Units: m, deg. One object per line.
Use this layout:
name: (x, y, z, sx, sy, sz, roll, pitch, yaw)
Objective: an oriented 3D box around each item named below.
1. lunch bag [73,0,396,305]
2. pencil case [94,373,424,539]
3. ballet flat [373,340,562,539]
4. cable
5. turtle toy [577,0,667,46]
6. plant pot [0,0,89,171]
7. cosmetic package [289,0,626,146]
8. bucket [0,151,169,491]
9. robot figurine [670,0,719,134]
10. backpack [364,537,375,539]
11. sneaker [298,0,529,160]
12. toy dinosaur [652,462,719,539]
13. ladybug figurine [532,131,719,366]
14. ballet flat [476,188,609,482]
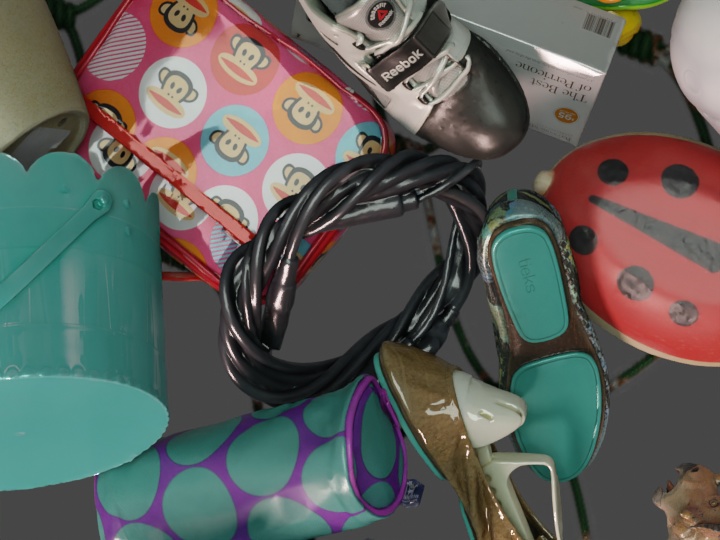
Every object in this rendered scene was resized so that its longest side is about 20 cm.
lunch bag: (-0.095, -0.075, 1.274, 0.200, 0.082, 0.177, 38, 95, 4)
pencil case: (-0.066, 0.125, 1.216, 0.199, 0.093, 0.086, -16, 110, 28)
ballet flat: (0.081, 0.120, 1.240, 0.072, 0.068, 0.201, -22, 103, 18)
cable: (0.000, 0.000, 1.236, 0.200, 0.051, 0.163, -49, 127, 5)
turtle toy: (0.185, -0.238, 1.249, 0.199, 0.101, 0.147, -28, 87, 2)
plant pot: (-0.260, -0.137, 1.211, 0.187, 0.187, 0.200, -42, 78, 1)
cosmetic package: (0.058, -0.151, 1.258, 0.198, 0.083, 0.051, 21, 61, 4)
bucket: (-0.206, 0.036, 1.179, 0.205, 0.208, 0.136, -11, 65, 3)
robot figurine: (0.257, -0.119, 1.197, 0.113, 0.200, 0.170, -38, 48, 14)
backpack: (-0.043, 0.233, 1.205, 0.200, 0.183, 0.135, -39, 84, 6)
sneaker: (0.017, -0.137, 1.177, 0.200, 0.089, 0.074, 43, 100, -2)
toy dinosaur: (0.235, 0.229, 1.246, 0.135, 0.086, 0.201, -37, 92, -6)
ladybug figurine: (0.199, -0.015, 1.257, 0.198, 0.072, 0.137, 21, 90, 4)
ballet flat: (0.114, 0.037, 1.254, 0.073, 0.074, 0.201, -8, 121, 3)
